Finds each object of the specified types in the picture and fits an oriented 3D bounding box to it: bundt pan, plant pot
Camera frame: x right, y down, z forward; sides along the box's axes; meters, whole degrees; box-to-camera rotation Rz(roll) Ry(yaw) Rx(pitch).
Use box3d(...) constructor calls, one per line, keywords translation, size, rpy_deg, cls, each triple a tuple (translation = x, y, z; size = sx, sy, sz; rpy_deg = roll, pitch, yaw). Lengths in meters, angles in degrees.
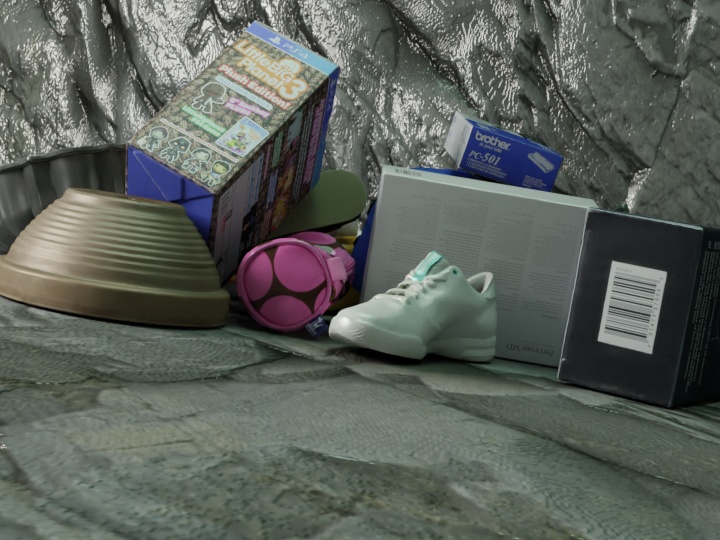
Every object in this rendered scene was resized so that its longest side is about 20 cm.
box3d(translation=(-0.281, -0.060, 1.408), size=(0.200, 0.076, 0.202), rpy_deg=(-13, -8, -2), cls="bundt pan")
box3d(translation=(-0.203, -0.016, 1.195), size=(0.199, 0.094, 0.201), rpy_deg=(9, 4, -1), cls="plant pot")

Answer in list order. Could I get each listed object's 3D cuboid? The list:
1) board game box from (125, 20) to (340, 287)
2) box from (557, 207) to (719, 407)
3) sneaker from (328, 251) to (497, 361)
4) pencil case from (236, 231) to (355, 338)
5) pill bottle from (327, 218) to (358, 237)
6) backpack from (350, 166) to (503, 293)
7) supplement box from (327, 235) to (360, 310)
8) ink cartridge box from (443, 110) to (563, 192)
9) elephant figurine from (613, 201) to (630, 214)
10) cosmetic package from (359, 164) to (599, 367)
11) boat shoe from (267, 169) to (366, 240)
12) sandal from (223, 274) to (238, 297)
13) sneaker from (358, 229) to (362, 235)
box3d(translation=(-0.119, -0.099, 1.317), size=(0.096, 0.160, 0.200), rpy_deg=(30, 52, 13), cls="board game box")
box3d(translation=(0.268, 0.031, 1.249), size=(0.106, 0.150, 0.199), rpy_deg=(12, 4, 32), cls="box")
box3d(translation=(0.048, 0.027, 1.203), size=(0.075, 0.089, 0.199), rpy_deg=(14, 6, 37), cls="sneaker")
box3d(translation=(-0.051, 0.007, 1.291), size=(0.093, 0.091, 0.200), rpy_deg=(-25, 3, 5), cls="pencil case")
box3d(translation=(-0.108, -0.050, 1.532), size=(0.198, 0.114, 0.113), rpy_deg=(-3, 8, -19), cls="pill bottle")
box3d(translation=(0.102, -0.015, 1.412), size=(0.199, 0.164, 0.167), rpy_deg=(8, 20, -46), cls="backpack")
box3d(translation=(0.000, 0.000, 1.492), size=(0.068, 0.067, 0.199), rpy_deg=(10, 10, 44), cls="supplement box")
box3d(translation=(0.139, -0.118, 1.428), size=(0.093, 0.045, 0.200), rpy_deg=(19, 10, -4), cls="ink cartridge box")
box3d(translation=(0.272, 0.004, 1.583), size=(0.141, 0.156, 0.200), rpy_deg=(35, 11, -12), cls="elephant figurine")
box3d(translation=(0.104, -0.004, 1.300), size=(0.198, 0.152, 0.052), rpy_deg=(10, 13, -2), cls="cosmetic package")
box3d(translation=(-0.095, -0.063, 1.446), size=(0.199, 0.074, 0.063), rpy_deg=(-6, -6, -14), cls="boat shoe")
box3d(translation=(-0.179, -0.012, 1.418), size=(0.205, 0.060, 0.079), rpy_deg=(6, 5, -36), cls="sandal")
box3d(translation=(-0.018, -0.014, 1.724), size=(0.088, 0.076, 0.200), rpy_deg=(21, -3, -30), cls="sneaker")
